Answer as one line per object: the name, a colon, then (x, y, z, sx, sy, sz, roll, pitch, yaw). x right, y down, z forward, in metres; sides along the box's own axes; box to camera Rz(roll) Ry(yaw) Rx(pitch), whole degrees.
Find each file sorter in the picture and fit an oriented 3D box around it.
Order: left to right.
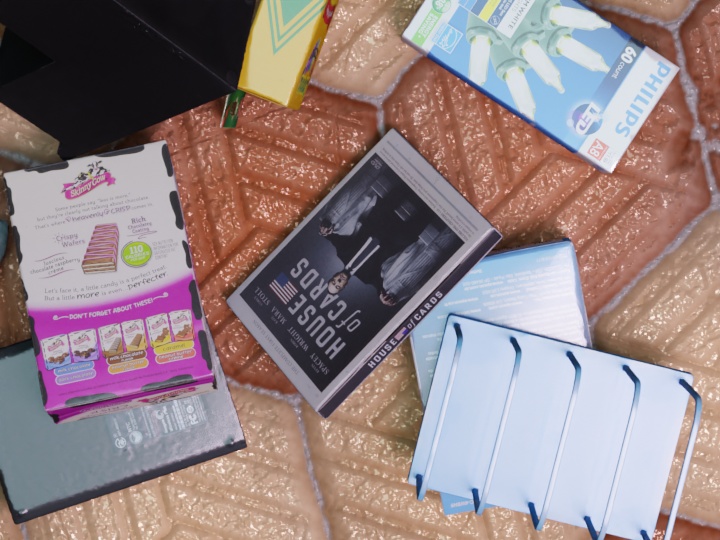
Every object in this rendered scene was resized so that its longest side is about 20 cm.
file sorter: (0.148, 0.128, 1.553, 0.199, 0.123, 0.139, 14, 94, 1)

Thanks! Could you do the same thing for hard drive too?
hard drive: (-0.208, 0.109, 1.654, 0.199, 0.033, 0.140, -18, 93, -7)

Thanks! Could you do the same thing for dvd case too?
dvd case: (0.000, 0.000, 1.616, 0.200, 0.025, 0.150, -46, 50, 3)

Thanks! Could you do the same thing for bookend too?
bookend: (-0.220, -0.192, 1.528, 0.199, 0.200, 0.092, 34, 52, -37)

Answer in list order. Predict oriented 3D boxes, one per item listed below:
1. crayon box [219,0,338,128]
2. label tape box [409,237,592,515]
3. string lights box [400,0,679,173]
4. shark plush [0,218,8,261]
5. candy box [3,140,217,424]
crayon box: (-0.052, -0.199, 1.600, 0.051, 0.127, 0.201, 21, 95, 1)
label tape box: (0.118, 0.084, 1.643, 0.143, 0.066, 0.201, -10, 96, 3)
string lights box: (0.143, -0.174, 1.628, 0.200, 0.059, 0.103, 33, 93, 0)
shark plush: (-0.329, 0.057, 1.657, 0.083, 0.091, 0.201, -1, 89, -28)
candy box: (-0.198, 0.009, 1.615, 0.136, 0.061, 0.201, -11, 75, -4)
